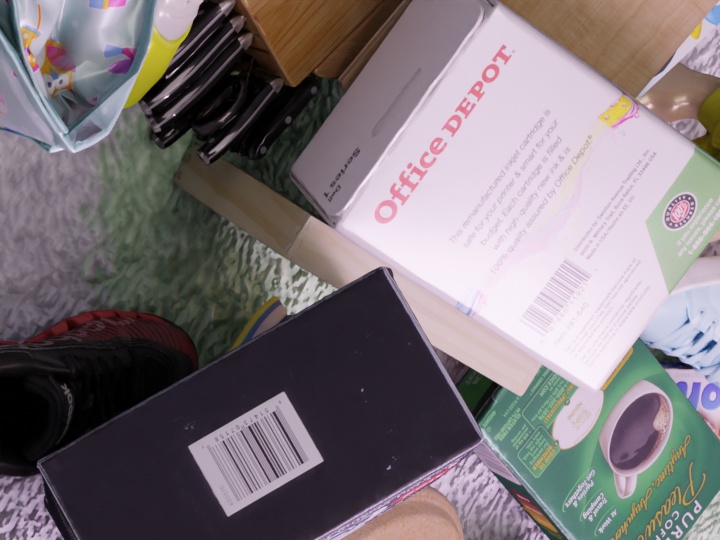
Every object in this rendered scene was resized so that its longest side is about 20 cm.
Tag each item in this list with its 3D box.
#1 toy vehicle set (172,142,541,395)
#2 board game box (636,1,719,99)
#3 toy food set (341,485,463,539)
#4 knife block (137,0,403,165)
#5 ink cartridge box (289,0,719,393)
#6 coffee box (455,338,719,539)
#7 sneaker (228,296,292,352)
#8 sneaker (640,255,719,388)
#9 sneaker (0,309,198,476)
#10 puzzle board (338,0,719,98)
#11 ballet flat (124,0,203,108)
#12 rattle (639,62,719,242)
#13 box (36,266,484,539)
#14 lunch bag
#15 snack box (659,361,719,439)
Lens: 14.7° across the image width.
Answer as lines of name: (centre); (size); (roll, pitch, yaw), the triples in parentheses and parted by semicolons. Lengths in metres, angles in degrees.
toy vehicle set: (0.000, 0.000, 1.545); (0.200, 0.124, 0.027); (31, 92, -40)
board game box: (0.151, -0.184, 1.624); (0.200, 0.105, 0.103); (-42, 125, -20)
toy food set: (-0.013, 0.210, 1.623); (0.200, 0.049, 0.198); (-46, 144, -20)
knife block: (-0.053, -0.158, 1.495); (0.175, 0.064, 0.201); (1, 103, -39)
ink cartridge box: (0.084, -0.049, 1.499); (0.200, 0.084, 0.145); (32, 98, -30)
coffee box: (0.142, 0.103, 1.710); (0.123, 0.044, 0.200); (-52, 127, -14)
sneaker: (-0.065, 0.118, 1.547); (0.082, 0.074, 0.201); (27, 87, -1)
sneaker: (0.236, 0.044, 1.762); (0.199, 0.074, 0.082); (6, 57, -39)
sneaker: (-0.158, 0.066, 1.459); (0.200, 0.098, 0.071); (-6, 106, -38)
puzzle board: (0.102, -0.140, 1.521); (0.151, 0.017, 0.200); (36, 99, -30)
ballet flat: (-0.098, -0.178, 1.389); (0.067, 0.067, 0.201); (-18, 113, -63)
rattle: (0.169, -0.021, 1.697); (0.200, 0.130, 0.143); (-56, 173, -28)
box: (-0.055, 0.103, 1.424); (0.199, 0.182, 0.104); (-30, 85, -9)
lunch bag: (-0.172, -0.164, 1.329); (0.122, 0.170, 0.201); (-4, 103, -38)
snack box: (0.176, 0.094, 1.779); (0.199, 0.024, 0.072); (3, 100, -39)
